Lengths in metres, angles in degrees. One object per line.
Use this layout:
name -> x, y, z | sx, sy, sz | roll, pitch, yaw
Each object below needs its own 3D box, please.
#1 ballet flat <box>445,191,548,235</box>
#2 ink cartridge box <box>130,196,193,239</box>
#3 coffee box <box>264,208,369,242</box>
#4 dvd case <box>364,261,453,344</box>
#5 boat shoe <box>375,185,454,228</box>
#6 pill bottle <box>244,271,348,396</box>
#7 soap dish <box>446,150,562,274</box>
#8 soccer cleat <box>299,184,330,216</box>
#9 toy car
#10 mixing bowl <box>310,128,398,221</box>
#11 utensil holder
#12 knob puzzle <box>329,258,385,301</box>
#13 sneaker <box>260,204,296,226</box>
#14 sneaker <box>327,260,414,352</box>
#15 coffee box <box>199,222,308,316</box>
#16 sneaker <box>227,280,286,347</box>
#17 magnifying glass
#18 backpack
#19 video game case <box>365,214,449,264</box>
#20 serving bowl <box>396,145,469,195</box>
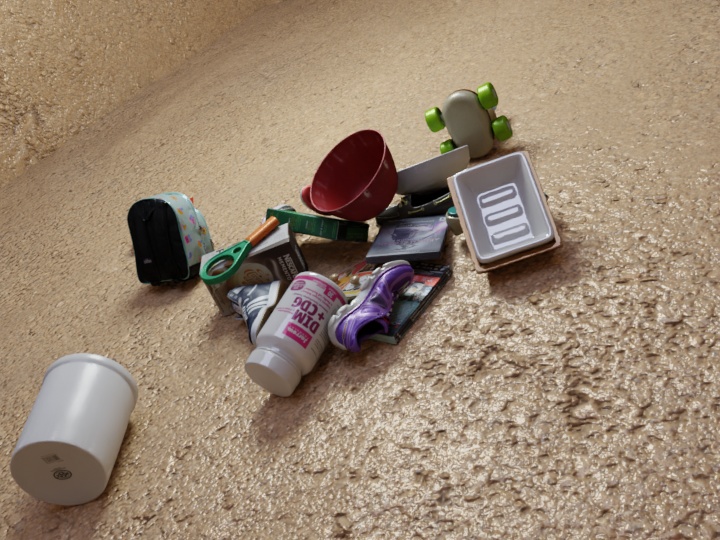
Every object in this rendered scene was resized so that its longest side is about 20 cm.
ballet flat -> 0.263, -0.103, 1.465 | 0.198, 0.070, 0.070 | -9, 34, 14
ink cartridge box -> -0.536, -0.146, 2.089 | 0.161, 0.050, 0.201 | -22, 34, 3
coffee box -> -0.093, -0.096, 1.636 | 0.198, 0.045, 0.122 | 12, 6, 33
dvd case -> 0.062, 0.052, 1.408 | 0.145, 0.022, 0.200 | 7, 42, 41
boat shoe -> 0.118, -0.136, 1.614 | 0.199, 0.061, 0.072 | -10, 32, 22
pill bottle -> -0.112, 0.111, 1.337 | 0.112, 0.114, 0.201 | 3, 49, 37
soap dish -> 0.257, -0.100, 1.376 | 0.156, 0.081, 0.202 | -19, 65, 10
soccer cleat -> -0.067, -0.150, 1.687 | 0.085, 0.070, 0.199 | -6, -5, 44
toy car -> 0.265, -0.362, 1.789 | 0.163, 0.159, 0.200 | -20, 18, 26
mixing bowl -> 0.004, -0.177, 1.572 | 0.199, 0.108, 0.202 | -28, 43, 29
utensil holder -> -0.488, 0.273, 1.314 | 0.168, 0.171, 0.201 | -17, 34, 11
knob puzzle -> 0.000, 0.000, 1.472 | 0.218, 0.031, 0.220 | -25, 14, 7
sneaker -> -0.187, -0.064, 1.720 | 0.085, 0.081, 0.201 | 11, 51, 26
sneaker -> 0.033, 0.069, 1.334 | 0.083, 0.081, 0.200 | 29, 66, 34
coffee box -> -0.218, -0.002, 1.590 | 0.198, 0.115, 0.080 | -21, 31, 6
sneaker -> -0.213, 0.087, 1.482 | 0.107, 0.071, 0.201 | -4, 28, 11
magnifying glass -> -0.240, -0.041, 1.540 | 0.079, 0.023, 0.200 | 18, 55, 44
backpack -> -0.446, -0.083, 1.786 | 0.174, 0.202, 0.153 | -6, 19, 31
video game case -> 0.098, -0.063, 1.501 | 0.141, 0.019, 0.200 | -4, 22, 15
serving bowl -> 0.149, -0.208, 1.665 | 0.198, 0.066, 0.200 | -20, 6, 2
